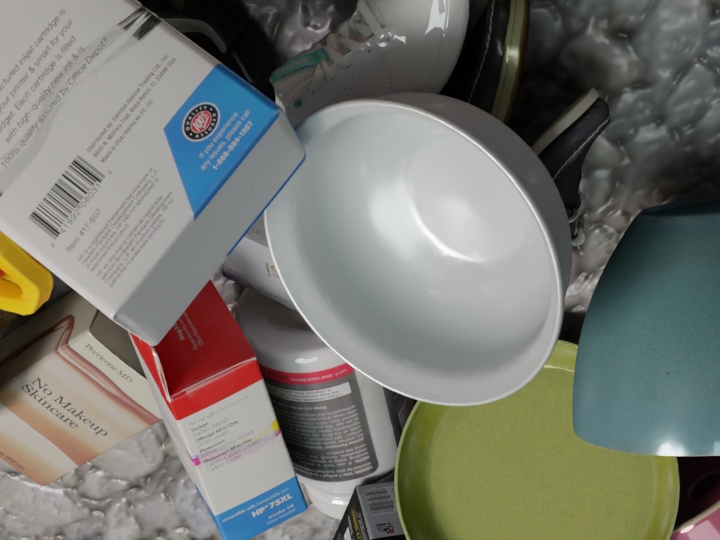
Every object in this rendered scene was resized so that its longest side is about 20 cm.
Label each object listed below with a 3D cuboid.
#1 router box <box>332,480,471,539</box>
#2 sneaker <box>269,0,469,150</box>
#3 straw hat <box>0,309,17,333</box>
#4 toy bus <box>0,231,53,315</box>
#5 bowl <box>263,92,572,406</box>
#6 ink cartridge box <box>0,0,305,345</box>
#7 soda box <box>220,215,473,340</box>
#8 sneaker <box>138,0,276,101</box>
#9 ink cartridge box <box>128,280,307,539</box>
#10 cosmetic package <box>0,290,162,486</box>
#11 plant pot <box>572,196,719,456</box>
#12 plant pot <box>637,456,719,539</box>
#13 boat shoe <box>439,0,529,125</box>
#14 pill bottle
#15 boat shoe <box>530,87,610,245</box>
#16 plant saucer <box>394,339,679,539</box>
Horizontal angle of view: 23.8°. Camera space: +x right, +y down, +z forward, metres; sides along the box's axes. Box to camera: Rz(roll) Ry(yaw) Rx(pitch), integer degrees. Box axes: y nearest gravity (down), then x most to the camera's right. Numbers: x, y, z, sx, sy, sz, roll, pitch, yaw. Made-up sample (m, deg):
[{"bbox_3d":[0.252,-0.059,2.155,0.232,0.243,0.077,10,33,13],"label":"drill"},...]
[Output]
[{"bbox_3d":[0.079,0.209,1.312,0.199,0.052,0.157,-6,148,-17],"label":"router box"},{"bbox_3d":[-0.009,-0.120,1.030,0.088,0.075,0.200,7,134,-31],"label":"sneaker"},{"bbox_3d":[-0.313,0.019,1.302,0.201,0.085,0.201,30,142,27],"label":"straw hat"},{"bbox_3d":[-0.232,-0.037,1.107,0.135,0.192,0.200,21,165,18],"label":"toy bus"},{"bbox_3d":[0.048,-0.027,1.012,0.201,0.090,0.202,18,129,24],"label":"bowl"},{"bbox_3d":[-0.155,-0.078,0.961,0.200,0.146,0.084,38,175,17],"label":"ink cartridge box"},{"bbox_3d":[0.000,0.000,1.140,0.200,0.068,0.064,25,149,23],"label":"soda box"},{"bbox_3d":[-0.139,-0.144,1.101,0.115,0.076,0.201,-10,130,45],"label":"sneaker"},{"bbox_3d":[-0.107,0.080,1.180,0.067,0.116,0.200,-25,133,-11],"label":"ink cartridge box"},{"bbox_3d":[-0.216,0.082,1.336,0.103,0.087,0.200,40,134,-20],"label":"cosmetic package"},{"bbox_3d":[0.226,0.025,1.065,0.200,0.200,0.135,-4,98,23],"label":"plant pot"},{"bbox_3d":[0.296,0.213,1.225,0.200,0.200,0.179,-32,101,41],"label":"plant pot"},{"bbox_3d":[0.054,-0.094,1.066,0.065,0.073,0.200,15,138,-4],"label":"boat shoe"},{"bbox_3d":[-0.019,0.091,1.256,0.110,0.111,0.200,3,135,17],"label":"pill bottle"},{"bbox_3d":[0.122,-0.041,1.087,0.063,0.073,0.200,41,146,8],"label":"boat shoe"},{"bbox_3d":[0.124,0.147,1.197,0.199,0.201,0.031,4,177,16],"label":"plant saucer"}]
